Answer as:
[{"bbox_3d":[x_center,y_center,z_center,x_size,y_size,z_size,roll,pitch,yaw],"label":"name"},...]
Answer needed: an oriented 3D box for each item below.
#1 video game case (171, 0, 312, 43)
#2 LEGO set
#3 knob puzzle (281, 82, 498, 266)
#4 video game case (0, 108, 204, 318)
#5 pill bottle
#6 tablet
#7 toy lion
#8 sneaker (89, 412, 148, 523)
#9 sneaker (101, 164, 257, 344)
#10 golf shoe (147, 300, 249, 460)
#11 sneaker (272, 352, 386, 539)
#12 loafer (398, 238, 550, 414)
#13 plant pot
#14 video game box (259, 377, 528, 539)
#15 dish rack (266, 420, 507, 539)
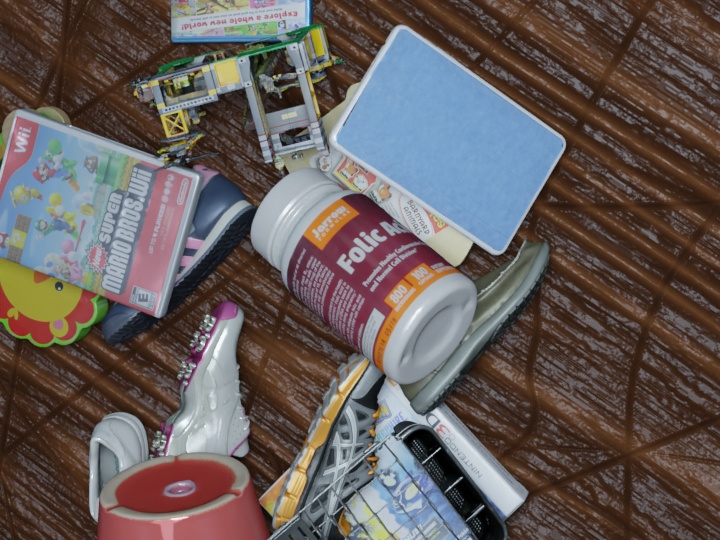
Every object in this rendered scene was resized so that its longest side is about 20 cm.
[{"bbox_3d":[-0.116,-0.324,1.498,0.141,0.018,0.203,1,94,11],"label":"video game case"},{"bbox_3d":[-0.105,-0.147,1.442,0.197,0.154,0.117,-15,104,1],"label":"LEGO set"},{"bbox_3d":[0.046,-0.092,1.474,0.217,0.030,0.223,1,94,12],"label":"knob puzzle"},{"bbox_3d":[-0.258,-0.055,1.475,0.198,0.017,0.145,20,101,12],"label":"video game case"},{"bbox_3d":[0.000,0.000,1.395,0.200,0.114,0.115,39,101,26],"label":"pill bottle"},{"bbox_3d":[0.082,-0.119,1.422,0.199,0.014,0.131,33,86,-13],"label":"tablet"},{"bbox_3d":[-0.318,-0.033,1.543,0.192,0.069,0.200,-44,85,19],"label":"toy lion"},{"bbox_3d":[-0.235,0.247,1.526,0.074,0.088,0.203,-13,96,11],"label":"sneaker"},{"bbox_3d":[-0.193,-0.016,1.515,0.200,0.070,0.082,-44,77,6],"label":"sneaker"},{"bbox_3d":[-0.142,0.131,1.517,0.091,0.075,0.202,19,96,-13],"label":"golf shoe"},{"bbox_3d":[-0.013,0.163,1.444,0.076,0.078,0.202,24,101,-2],"label":"sneaker"},{"bbox_3d":[0.100,0.041,1.438,0.070,0.075,0.200,41,84,12],"label":"loafer"},{"bbox_3d":[-0.160,0.279,1.430,0.198,0.201,0.180,-2,108,12],"label":"plant pot"},{"bbox_3d":[0.031,0.218,1.492,0.182,0.047,0.200,46,101,8],"label":"video game box"},{"bbox_3d":[0.018,0.246,1.407,0.199,0.055,0.154,-39,109,-5],"label":"dish rack"}]
